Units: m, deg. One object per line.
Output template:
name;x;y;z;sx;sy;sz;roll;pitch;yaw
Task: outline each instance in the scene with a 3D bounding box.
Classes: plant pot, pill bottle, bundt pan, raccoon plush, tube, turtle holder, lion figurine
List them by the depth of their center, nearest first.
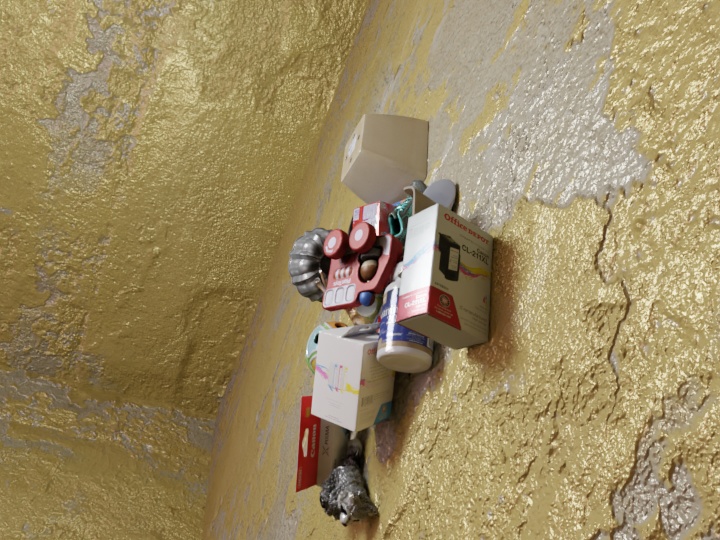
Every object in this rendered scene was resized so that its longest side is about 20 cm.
pill bottle;0.096;0.089;1.175;0.111;0.109;0.204;136;147;-57
raccoon plush;-0.015;0.435;1.245;0.134;0.095;0.204;-40;36;48
tube;0.034;0.089;1.379;0.057;0.052;0.200;-34;-15;4
lion figurine;-0.036;0.079;1.487;0.072;0.123;0.200;-37;43;-5
turtle holder;-0.084;0.217;1.530;0.185;0.141;0.132;-44;-6;-18
plant pot;0.055;-0.291;1.564;0.200;0.174;0.204;131;151;-52
bundt pan;-0.089;-0.016;1.580;0.075;0.199;0.206;-5;68;62

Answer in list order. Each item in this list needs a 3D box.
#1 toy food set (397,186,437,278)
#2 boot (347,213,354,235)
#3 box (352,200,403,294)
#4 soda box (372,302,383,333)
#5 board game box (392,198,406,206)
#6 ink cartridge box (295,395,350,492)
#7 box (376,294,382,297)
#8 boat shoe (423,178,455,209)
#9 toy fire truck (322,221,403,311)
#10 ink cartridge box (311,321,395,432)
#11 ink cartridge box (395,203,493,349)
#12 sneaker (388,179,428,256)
toy food set;0.129;-0.049;1.128;0.060;0.142;0.204;-29;44;40
boot;-0.011;-0.053;1.528;0.075;0.072;0.205;163;111;-70
box;0.043;-0.051;1.412;0.099;0.094;0.205;-10;73;48
soda box;0.054;0.158;1.314;0.064;0.067;0.203;-108;39;-62
board game box;0.061;-0.119;1.537;0.198;0.019;0.105;-18;48;53
ink cartridge box;-0.077;0.378;1.320;0.175;0.044;0.205;16;-104;-64
box;0.025;0.022;1.575;0.159;0.045;0.203;-113;43;-65
boat shoe;0.150;-0.101;1.257;0.203;0.072;0.066;-63;-23;-21
toy fire truck;0.000;0.000;1.275;0.198;0.111;0.172;-11;64;44
ink cartridge box;-0.009;0.205;1.229;0.123;0.127;0.205;10;97;37
ink cartridge box;0.147;0.011;1.009;0.082;0.144;0.204;-23;50;49
sneaker;0.108;-0.127;1.370;0.077;0.090;0.204;-20;53;53
